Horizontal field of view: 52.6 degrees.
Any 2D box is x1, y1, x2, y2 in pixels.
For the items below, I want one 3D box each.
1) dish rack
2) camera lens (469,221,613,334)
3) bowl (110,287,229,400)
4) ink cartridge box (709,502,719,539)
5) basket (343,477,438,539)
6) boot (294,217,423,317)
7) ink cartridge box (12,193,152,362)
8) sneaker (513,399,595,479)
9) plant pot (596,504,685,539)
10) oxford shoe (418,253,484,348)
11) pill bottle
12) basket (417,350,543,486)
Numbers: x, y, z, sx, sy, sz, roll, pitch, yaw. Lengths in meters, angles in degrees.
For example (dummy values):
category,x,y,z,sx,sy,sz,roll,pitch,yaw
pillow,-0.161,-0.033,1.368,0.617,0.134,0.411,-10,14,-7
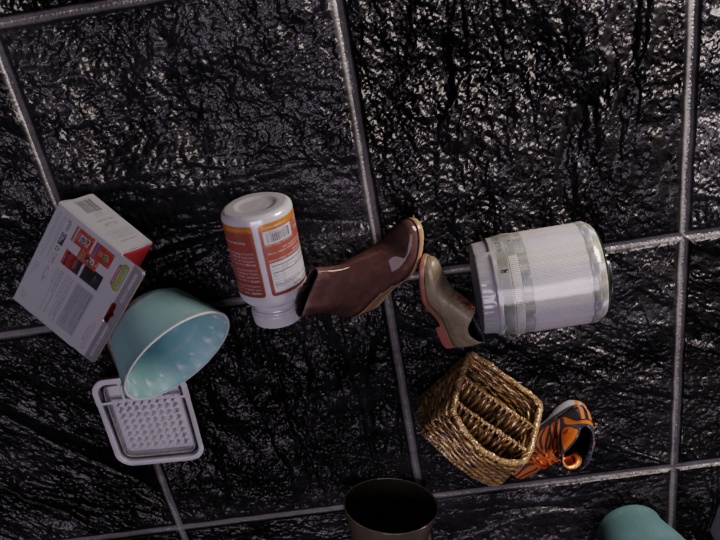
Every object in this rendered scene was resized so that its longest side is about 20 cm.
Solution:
category,x,y,z,sx,sy,sz,roll,pitch,yaw
dish rack,-0.383,0.265,1.338,0.171,0.044,0.200,-6,117,2
camera lens,0.281,0.014,1.145,0.200,0.160,0.160,-9,117,5
bowl,-0.325,0.105,1.191,0.105,0.201,0.201,46,113,19
ink cartridge box,0.792,0.467,1.420,0.144,0.085,0.200,3,118,-2
basket,0.057,0.528,1.428,0.180,0.136,0.200,2,121,3
boot,0.000,0.000,1.146,0.166,0.072,0.200,-2,133,-42
ink cartridge box,-0.425,0.014,1.156,0.175,0.084,0.200,39,113,5
sneaker,0.348,0.334,1.335,0.077,0.112,0.200,30,113,-14
plant pot,0.555,0.568,1.412,0.200,0.188,0.200,-1,115,-1
oxford shoe,0.151,0.048,1.199,0.075,0.071,0.200,-3,134,29
pill bottle,-0.147,-0.014,1.157,0.112,0.112,0.200,-7,117,3
basket,0.220,0.267,1.284,0.200,0.143,0.149,38,112,-18
